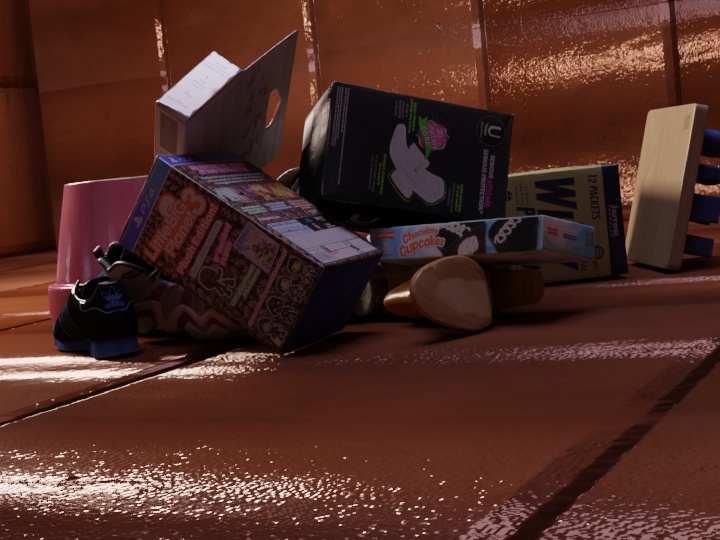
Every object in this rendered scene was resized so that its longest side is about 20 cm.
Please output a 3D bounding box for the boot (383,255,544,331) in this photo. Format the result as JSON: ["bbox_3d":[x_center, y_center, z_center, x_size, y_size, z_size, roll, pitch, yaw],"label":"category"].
[{"bbox_3d":[0.072,0.028,1.295,0.143,0.072,0.200,-9,-4,42],"label":"boot"}]

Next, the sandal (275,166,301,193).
[{"bbox_3d":[-0.069,-0.040,1.537,0.081,0.202,0.054,32,42,28],"label":"sandal"}]

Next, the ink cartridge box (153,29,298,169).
[{"bbox_3d":[-0.144,-0.146,1.375,0.045,0.201,0.176,34,55,14],"label":"ink cartridge box"}]

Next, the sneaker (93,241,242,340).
[{"bbox_3d":[-0.197,0.000,1.371,0.198,0.141,0.078,-4,41,30],"label":"sneaker"}]

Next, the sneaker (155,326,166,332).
[{"bbox_3d":[-0.164,0.024,1.508,0.198,0.081,0.074,-9,7,-12],"label":"sneaker"}]

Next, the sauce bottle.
[{"bbox_3d":[0.078,0.010,1.467,0.198,0.065,0.064,-8,5,-34],"label":"sauce bottle"}]

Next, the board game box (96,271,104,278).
[{"bbox_3d":[-0.217,-0.002,1.533,0.152,0.041,0.200,-6,-25,-44],"label":"board game box"}]

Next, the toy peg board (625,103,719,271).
[{"bbox_3d":[0.422,-0.100,1.675,0.097,0.202,0.199,9,3,-5],"label":"toy peg board"}]

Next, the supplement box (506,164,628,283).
[{"bbox_3d":[0.216,-0.057,1.670,0.197,0.136,0.200,-6,4,0],"label":"supplement box"}]

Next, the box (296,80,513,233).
[{"bbox_3d":[0.044,-0.108,1.407,0.198,0.126,0.148,9,-11,-13],"label":"box"}]

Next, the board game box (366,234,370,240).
[{"bbox_3d":[0.056,-0.081,1.653,0.200,0.026,0.200,-38,4,26],"label":"board game box"}]

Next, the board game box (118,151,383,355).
[{"bbox_3d":[-0.103,-0.023,1.287,0.199,0.097,0.159,34,17,16],"label":"board game box"}]

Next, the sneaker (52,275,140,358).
[{"bbox_3d":[-0.281,0.044,1.394,0.070,0.079,0.199,-10,6,-29],"label":"sneaker"}]

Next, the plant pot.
[{"bbox_3d":[-0.312,-0.029,1.715,0.198,0.181,0.200,-7,4,0],"label":"plant pot"}]

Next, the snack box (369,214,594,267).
[{"bbox_3d":[0.122,-0.026,1.329,0.198,0.038,0.116,-3,-7,35],"label":"snack box"}]
